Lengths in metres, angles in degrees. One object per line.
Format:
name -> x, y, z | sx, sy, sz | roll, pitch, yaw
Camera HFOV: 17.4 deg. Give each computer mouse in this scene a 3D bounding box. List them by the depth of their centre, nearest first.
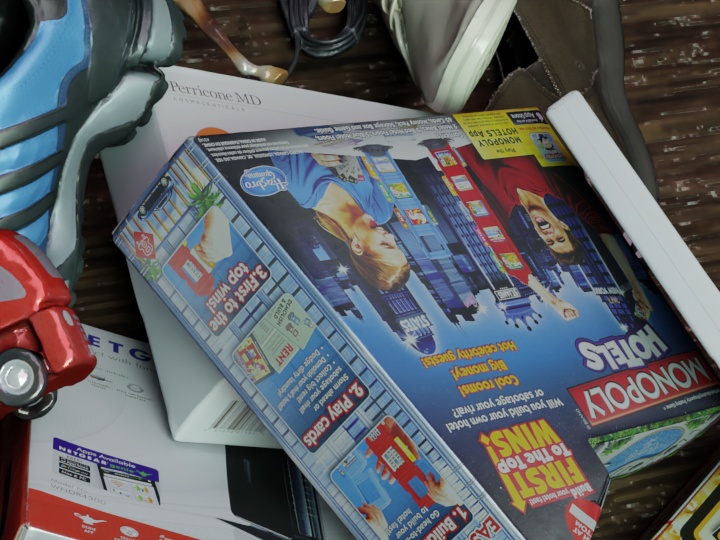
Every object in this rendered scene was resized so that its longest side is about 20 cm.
computer mouse -> -0.039, -0.073, 1.060 | 0.058, 0.034, 0.201 | 16, 53, 9

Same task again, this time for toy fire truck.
toy fire truck -> -0.209, 0.018, 0.833 | 0.199, 0.049, 0.142 | -26, 83, -5

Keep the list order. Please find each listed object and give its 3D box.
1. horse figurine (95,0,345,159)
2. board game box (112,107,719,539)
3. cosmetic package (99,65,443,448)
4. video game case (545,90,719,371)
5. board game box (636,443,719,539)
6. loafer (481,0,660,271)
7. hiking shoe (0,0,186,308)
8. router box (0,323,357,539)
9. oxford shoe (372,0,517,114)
horse figurine -> -0.105, -0.109, 1.031 | 0.132, 0.050, 0.200 | 40, 63, 17
board game box -> 0.039, 0.039, 0.868 | 0.199, 0.062, 0.201 | -8, 60, -46
cosmetic package -> 0.000, 0.000, 0.963 | 0.199, 0.052, 0.152 | 7, 49, -36
video game case -> 0.145, 0.028, 0.946 | 0.017, 0.200, 0.143 | -34, 53, 6
board game box -> 0.222, 0.124, 1.051 | 0.152, 0.046, 0.200 | 45, 57, 4
loafer -> 0.086, -0.057, 1.080 | 0.071, 0.073, 0.201 | 4, 55, -15
hiking shoe -> -0.146, -0.034, 0.896 | 0.086, 0.074, 0.201 | 28, 79, -35
router box -> -0.040, 0.099, 0.897 | 0.199, 0.049, 0.180 | 17, 20, -14
oxford shoe -> 0.032, -0.123, 1.042 | 0.057, 0.075, 0.200 | 27, 20, -13
